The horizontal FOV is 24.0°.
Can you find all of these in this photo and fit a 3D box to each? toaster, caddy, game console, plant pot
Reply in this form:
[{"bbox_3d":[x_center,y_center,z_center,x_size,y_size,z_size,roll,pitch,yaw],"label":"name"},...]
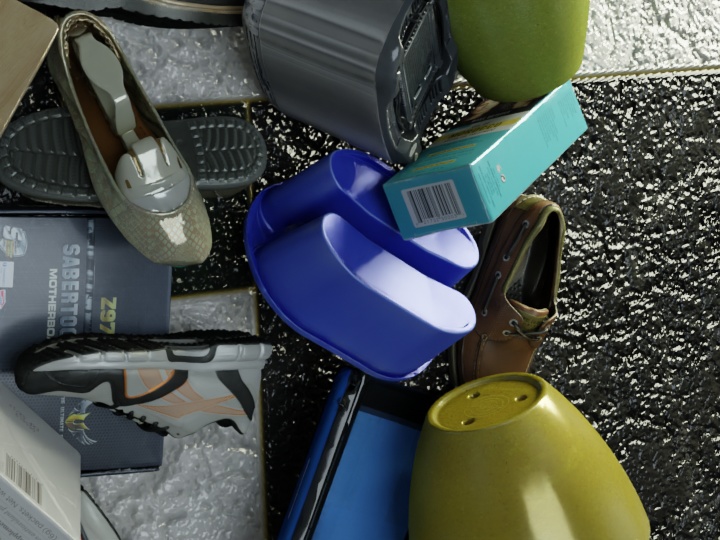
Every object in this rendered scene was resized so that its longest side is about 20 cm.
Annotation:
[{"bbox_3d":[-0.007,-0.170,1.252,0.129,0.200,0.114,20,72,15],"label":"toaster"},{"bbox_3d":[0.000,0.000,1.321,0.200,0.105,0.142,32,45,-28],"label":"caddy"},{"bbox_3d":[0.004,0.188,1.363,0.118,0.171,0.201,19,88,-2],"label":"game console"},{"bbox_3d":[0.105,-0.240,1.325,0.187,0.187,0.200,-35,126,-19],"label":"plant pot"},{"bbox_3d":[0.120,0.168,1.368,0.200,0.200,0.142,-25,109,-22],"label":"plant pot"}]

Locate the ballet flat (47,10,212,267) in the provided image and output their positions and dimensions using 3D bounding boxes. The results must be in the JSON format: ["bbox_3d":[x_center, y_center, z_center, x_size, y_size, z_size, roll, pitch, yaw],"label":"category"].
[{"bbox_3d":[-0.165,-0.092,1.183,0.067,0.062,0.200,-28,80,-20],"label":"ballet flat"}]

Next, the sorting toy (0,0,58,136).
[{"bbox_3d":[-0.331,-0.124,1.113,0.198,0.070,0.200,27,51,-10],"label":"sorting toy"}]

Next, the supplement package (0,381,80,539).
[{"bbox_3d":[-0.303,0.179,1.152,0.200,0.120,0.121,-39,115,10],"label":"supplement package"}]

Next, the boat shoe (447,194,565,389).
[{"bbox_3d":[0.126,0.035,1.425,0.072,0.068,0.201,3,98,-31],"label":"boat shoe"}]

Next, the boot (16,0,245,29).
[{"bbox_3d":[-0.158,-0.250,1.230,0.199,0.077,0.139,4,91,-29],"label":"boot"}]

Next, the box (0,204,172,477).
[{"bbox_3d":[-0.222,0.052,1.253,0.157,0.051,0.201,0,98,-29],"label":"box"}]

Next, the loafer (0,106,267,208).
[{"bbox_3d":[-0.171,-0.073,1.247,0.199,0.070,0.076,2,69,-12],"label":"loafer"}]

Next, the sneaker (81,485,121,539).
[{"bbox_3d":[-0.205,0.250,1.289,0.085,0.077,0.200,-34,102,-14],"label":"sneaker"}]

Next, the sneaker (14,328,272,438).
[{"bbox_3d":[-0.154,0.086,1.226,0.199,0.074,0.080,2,99,-32],"label":"sneaker"}]

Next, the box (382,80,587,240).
[{"bbox_3d":[0.102,-0.091,1.332,0.200,0.082,0.049,-43,116,-52],"label":"box"}]
